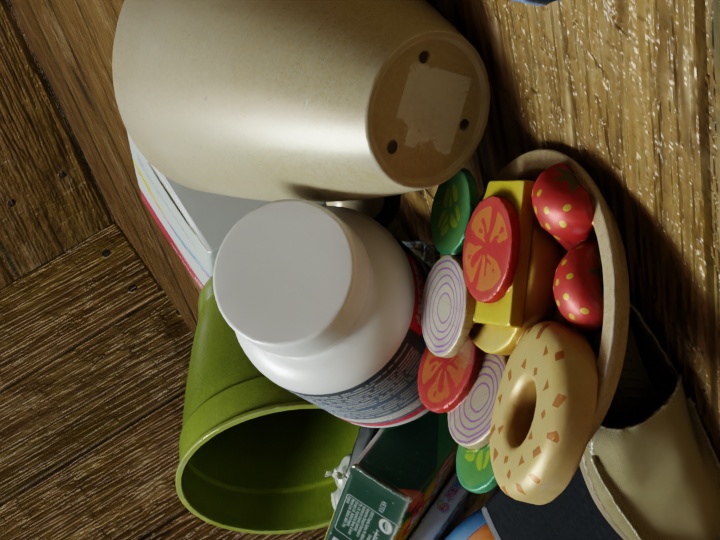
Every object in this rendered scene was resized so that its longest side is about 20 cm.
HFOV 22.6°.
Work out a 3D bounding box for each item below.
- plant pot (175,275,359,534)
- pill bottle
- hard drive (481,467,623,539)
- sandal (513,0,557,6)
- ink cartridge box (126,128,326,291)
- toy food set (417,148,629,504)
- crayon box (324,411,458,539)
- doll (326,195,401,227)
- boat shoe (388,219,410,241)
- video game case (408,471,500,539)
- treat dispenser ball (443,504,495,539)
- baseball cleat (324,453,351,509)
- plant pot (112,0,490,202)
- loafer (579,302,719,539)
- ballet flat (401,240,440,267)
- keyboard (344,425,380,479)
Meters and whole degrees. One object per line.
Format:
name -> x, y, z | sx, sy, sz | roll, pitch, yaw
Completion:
plant pot -> -0.070, 0.095, 1.573 | 0.201, 0.200, 0.193 | 72, -175, -53
pill bottle -> -0.013, 0.026, 1.137 | 0.120, 0.120, 0.200 | 54, -173, 22
hard drive -> 0.168, 0.188, 1.139 | 0.042, 0.135, 0.200 | 10, -143, -54
sandal -> 0.067, -0.174, 0.754 | 0.087, 0.079, 0.200 | 52, 177, 15
ink cartridge box -> -0.113, -0.079, 1.658 | 0.145, 0.145, 0.200 | 56, 170, 12
toy food set -> 0.087, 0.030, 1.026 | 0.198, 0.049, 0.201 | -176, 91, -67
crayon box -> 0.054, 0.116, 1.297 | 0.051, 0.200, 0.127 | 32, 143, 11
doll -> 0.002, -0.047, 1.271 | 0.048, 0.137, 0.200 | 33, -178, 1
boat shoe -> 0.043, 0.038, 1.490 | 0.201, 0.072, 0.066 | 62, -177, 0
video game case -> 0.077, 0.178, 1.360 | 0.018, 0.200, 0.143 | 31, 163, 16
treat dispenser ball -> 0.137, 0.256, 1.281 | 0.201, 0.201, 0.201 | 56, 169, 16
baseball cleat -> 0.026, 0.220, 1.537 | 0.200, 0.106, 0.070 | 91, 166, -47
plant pot -> -0.020, -0.117, 1.096 | 0.200, 0.187, 0.188 | 22, 145, 49
loafer -> 0.160, 0.092, 1.052 | 0.200, 0.076, 0.067 | 60, 176, -7
ballet flat -> 0.000, 0.000, 1.395 | 0.200, 0.074, 0.074 | -1, 125, 44
keyboard -> 0.030, 0.096, 1.360 | 0.040, 0.104, 0.200 | 17, -170, 4
